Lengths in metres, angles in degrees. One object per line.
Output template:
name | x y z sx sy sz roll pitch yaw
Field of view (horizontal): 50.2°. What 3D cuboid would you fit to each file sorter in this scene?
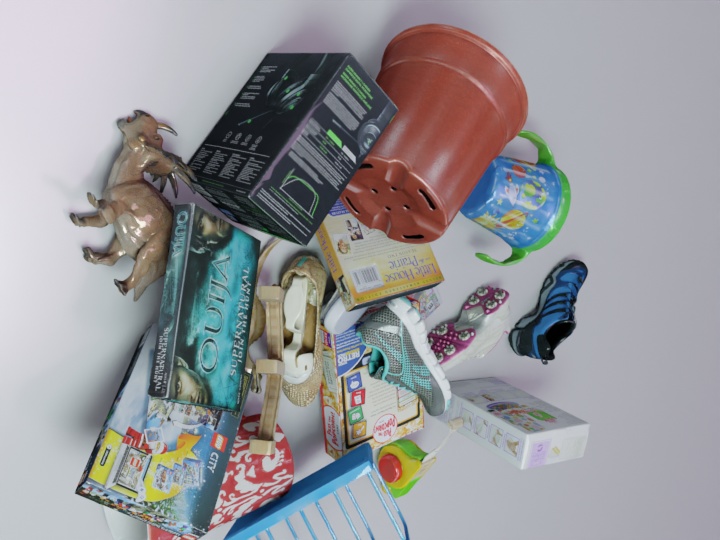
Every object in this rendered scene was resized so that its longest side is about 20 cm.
file sorter | -0.049 0.328 0.967 0.199 0.139 0.123 -28 86 -1

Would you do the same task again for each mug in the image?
mug | -0.187 0.228 0.908 0.199 0.133 0.179 -10 111 -39

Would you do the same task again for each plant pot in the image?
plant pot | 0.075 -0.151 0.923 0.201 0.200 0.196 51 56 -36

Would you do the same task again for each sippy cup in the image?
sippy cup | 0.215 -0.108 1.129 0.130 0.140 0.179 16 55 -29

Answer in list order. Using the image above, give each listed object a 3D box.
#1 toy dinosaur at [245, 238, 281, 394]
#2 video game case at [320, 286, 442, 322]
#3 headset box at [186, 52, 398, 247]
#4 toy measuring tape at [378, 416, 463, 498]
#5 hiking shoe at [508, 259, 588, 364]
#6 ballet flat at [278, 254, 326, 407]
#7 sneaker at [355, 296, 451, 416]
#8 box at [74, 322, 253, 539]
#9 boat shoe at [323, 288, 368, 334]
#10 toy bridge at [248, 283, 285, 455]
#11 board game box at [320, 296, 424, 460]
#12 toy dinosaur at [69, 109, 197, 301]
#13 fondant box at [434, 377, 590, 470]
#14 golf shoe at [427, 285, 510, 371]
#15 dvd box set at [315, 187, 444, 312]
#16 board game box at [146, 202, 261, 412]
toy dinosaur | -0.147 0.050 0.946 0.101 0.058 0.202 6 92 -55
video game case | 0.023 0.055 1.091 0.200 0.018 0.144 -41 125 -21
headset box | -0.079 -0.147 0.852 0.093 0.174 0.201 41 76 -37
toy measuring tape | 0.078 0.262 1.134 0.073 0.074 0.201 0 134 -38
hiking shoe | 0.339 0.072 1.296 0.200 0.086 0.074 -54 128 -12
ballet flat | -0.083 0.081 0.979 0.065 0.070 0.202 -21 114 -73
sneaker | 0.054 0.126 1.029 0.091 0.078 0.201 -31 118 -10
box | -0.205 0.172 0.837 0.136 0.038 0.201 32 44 -20
boat shoe | 0.000 0.000 1.012 0.200 0.065 0.074 -50 161 -35
toy bridge | -0.108 0.116 0.919 0.027 0.067 0.202 2 80 4
board game box | 0.017 0.150 1.071 0.151 0.046 0.201 -16 112 -33
toy dinosaur | -0.228 -0.057 0.825 0.135 0.086 0.201 -32 126 -35
fondant box | 0.226 0.229 1.181 0.144 0.200 0.059 1 102 -37
golf shoe | 0.166 0.112 1.185 0.200 0.075 0.092 -37 126 -22
dvd box set | 0.010 -0.058 0.968 0.146 0.029 0.201 -14 76 -34
board game box | -0.163 0.044 0.825 0.135 0.028 0.201 32 59 -62
